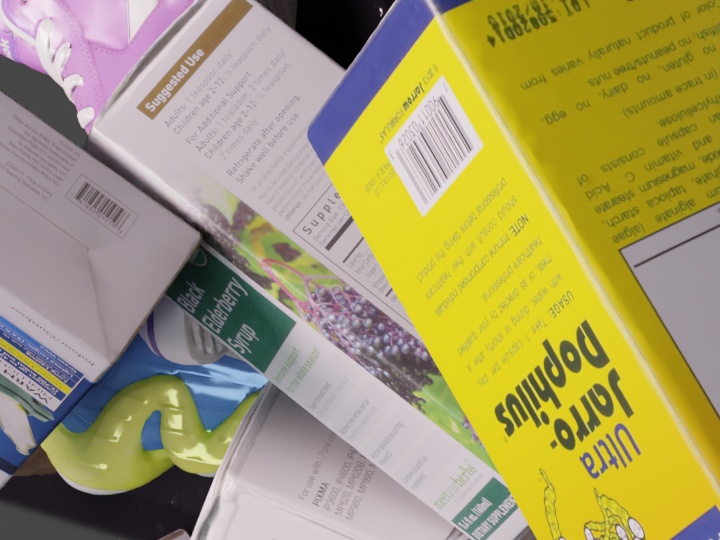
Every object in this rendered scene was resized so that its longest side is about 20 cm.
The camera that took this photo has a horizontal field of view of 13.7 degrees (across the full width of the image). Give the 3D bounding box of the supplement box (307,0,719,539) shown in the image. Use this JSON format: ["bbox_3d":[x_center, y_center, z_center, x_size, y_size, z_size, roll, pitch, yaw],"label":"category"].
[{"bbox_3d":[0.089,0.001,0.886,0.200,0.109,0.110,60,153,12],"label":"supplement box"}]

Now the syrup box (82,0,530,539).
[{"bbox_3d":[0.000,0.000,1.021,0.200,0.081,0.079,37,154,1],"label":"syrup box"}]

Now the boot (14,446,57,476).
[{"bbox_3d":[-0.101,0.035,1.237,0.200,0.075,0.074,-41,76,41],"label":"boot"}]

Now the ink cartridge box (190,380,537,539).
[{"bbox_3d":[0.030,0.139,1.099,0.200,0.085,0.146,23,130,1],"label":"ink cartridge box"}]

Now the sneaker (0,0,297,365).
[{"bbox_3d":[-0.087,-0.059,1.129,0.114,0.073,0.201,-2,68,20],"label":"sneaker"}]

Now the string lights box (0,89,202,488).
[{"bbox_3d":[-0.134,0.007,1.048,0.103,0.059,0.200,36,156,-5],"label":"string lights box"}]

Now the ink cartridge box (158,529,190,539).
[{"bbox_3d":[-0.063,0.246,1.281,0.200,0.084,0.176,42,130,21],"label":"ink cartridge box"}]

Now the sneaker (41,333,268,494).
[{"bbox_3d":[-0.047,0.022,1.146,0.200,0.076,0.105,-16,110,21],"label":"sneaker"}]
